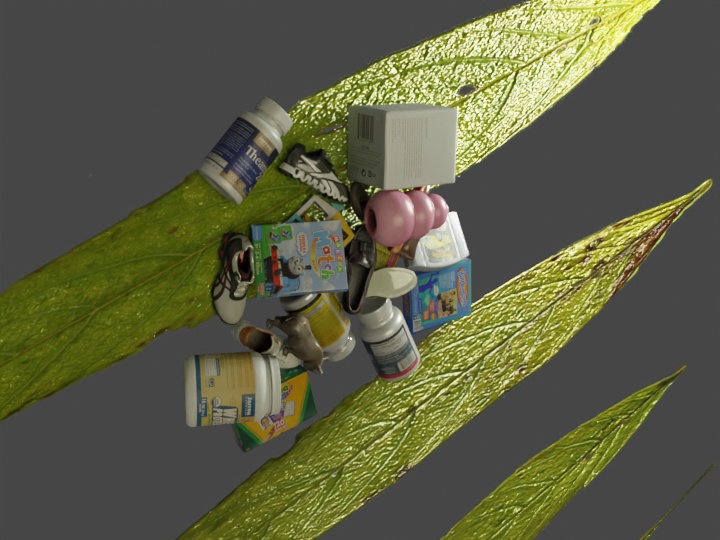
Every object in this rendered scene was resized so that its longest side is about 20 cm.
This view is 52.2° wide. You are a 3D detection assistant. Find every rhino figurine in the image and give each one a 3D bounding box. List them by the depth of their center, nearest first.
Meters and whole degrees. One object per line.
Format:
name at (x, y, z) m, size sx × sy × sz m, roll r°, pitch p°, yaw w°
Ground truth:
rhino figurine at (-0.127, 0.167, 1.619) m, size 0.202 × 0.085 × 0.061 m, roll 64°, pitch 33°, yaw -37°

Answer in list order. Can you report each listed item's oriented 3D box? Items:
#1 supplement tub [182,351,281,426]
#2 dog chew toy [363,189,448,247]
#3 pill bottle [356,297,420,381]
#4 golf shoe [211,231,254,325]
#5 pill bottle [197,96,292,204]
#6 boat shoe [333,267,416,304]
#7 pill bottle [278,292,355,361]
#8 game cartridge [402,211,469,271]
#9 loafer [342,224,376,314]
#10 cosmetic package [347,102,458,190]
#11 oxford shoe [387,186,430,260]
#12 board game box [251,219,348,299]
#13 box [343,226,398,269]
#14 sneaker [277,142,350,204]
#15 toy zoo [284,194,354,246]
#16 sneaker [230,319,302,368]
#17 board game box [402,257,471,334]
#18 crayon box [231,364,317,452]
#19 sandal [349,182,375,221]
supplement tub at (-0.273, 0.248, 1.551) m, size 0.194 × 0.145 × 0.149 m, roll -2°, pitch 106°, yaw -15°
dog chew toy at (0.108, -0.123, 1.624) m, size 0.195 × 0.124 × 0.128 m, roll -11°, pitch 110°, yaw -25°
pill bottle at (0.060, 0.156, 1.782) m, size 0.119 × 0.119 × 0.203 m, roll -35°, pitch 120°, yaw -19°
golf shoe at (-0.265, 0.024, 1.552) m, size 0.076 × 0.088 × 0.206 m, roll -4°, pitch 107°, yaw -33°
pill bottle at (-0.227, -0.245, 1.483) m, size 0.111 × 0.110 × 0.202 m, roll 43°, pitch 80°, yaw -34°
boat shoe at (0.032, 0.030, 1.718) m, size 0.196 × 0.060 × 0.074 m, roll -11°, pitch 103°, yaw -3°
pill bottle at (-0.092, 0.109, 1.672) m, size 0.112 × 0.112 × 0.202 m, roll -42°, pitch 122°, yaw -15°
game cartridge at (0.180, -0.068, 1.803) m, size 0.196 × 0.041 × 0.137 m, roll -11°, pitch 83°, yaw -35°
loafer at (0.000, 0.000, 1.649) m, size 0.070 × 0.063 × 0.206 m, roll 9°, pitch 91°, yaw -5°
cosmetic package at (0.093, -0.282, 1.646) m, size 0.196 × 0.166 × 0.171 m, roll -9°, pitch 109°, yaw -30°
oxford shoe at (0.129, -0.120, 1.729) m, size 0.072 × 0.071 × 0.204 m, roll 27°, pitch 76°, yaw -17°
board game box at (-0.131, -0.025, 1.574) m, size 0.194 × 0.037 × 0.156 m, roll -4°, pitch 77°, yaw -10°
box at (0.000, -0.049, 1.724) m, size 0.197 × 0.050 × 0.077 m, roll 24°, pitch 89°, yaw -36°
sneaker at (-0.083, -0.215, 1.613) m, size 0.197 × 0.066 × 0.092 m, roll 25°, pitch 91°, yaw -34°
toy zoo at (-0.104, -0.074, 1.621) m, size 0.131 × 0.020 × 0.200 m, roll 44°, pitch 75°, yaw 4°
sneaker at (-0.197, 0.178, 1.643) m, size 0.198 × 0.084 × 0.074 m, roll 29°, pitch 86°, yaw -37°
board game box at (0.198, 0.061, 1.889) m, size 0.196 × 0.045 × 0.156 m, roll -13°, pitch 110°, yaw -29°
crayon box at (-0.205, 0.313, 1.691) m, size 0.197 × 0.058 × 0.122 m, roll -24°, pitch 116°, yaw -25°
sandal at (0.037, -0.135, 1.692) m, size 0.200 × 0.054 × 0.083 m, roll 48°, pitch 36°, yaw -41°
